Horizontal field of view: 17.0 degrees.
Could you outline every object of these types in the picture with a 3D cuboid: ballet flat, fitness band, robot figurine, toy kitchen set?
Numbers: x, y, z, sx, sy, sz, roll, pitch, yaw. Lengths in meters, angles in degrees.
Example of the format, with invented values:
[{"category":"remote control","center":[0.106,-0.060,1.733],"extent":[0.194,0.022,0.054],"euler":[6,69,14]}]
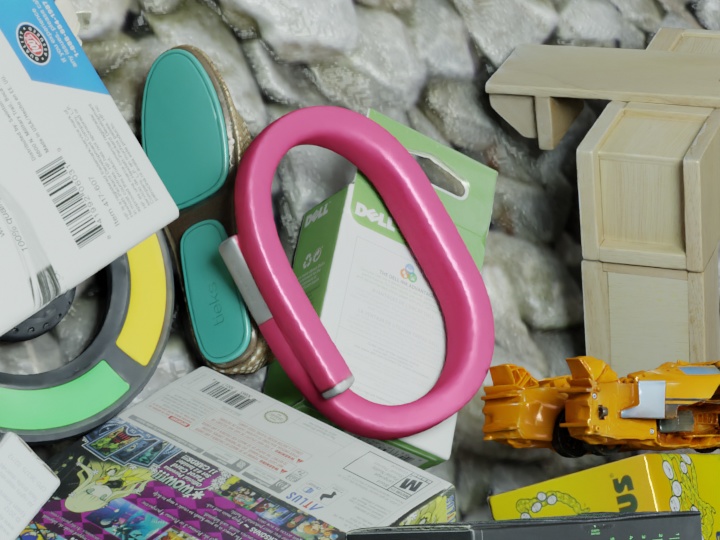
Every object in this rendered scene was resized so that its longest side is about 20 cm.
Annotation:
[{"category":"ballet flat","center":[-0.083,-0.034,1.432],"extent":[0.065,0.070,0.201],"euler":[10,68,-59]},{"category":"fitness band","center":[0.000,0.000,1.403],"extent":[0.143,0.037,0.201],"euler":[-30,91,-37]},{"category":"robot figurine","center":[0.179,0.080,1.432],"extent":[0.199,0.145,0.059],"euler":[1,84,-37]},{"category":"toy kitchen set","center":[0.172,-0.046,1.589],"extent":[0.200,0.162,0.181],"euler":[-51,141,-54]}]

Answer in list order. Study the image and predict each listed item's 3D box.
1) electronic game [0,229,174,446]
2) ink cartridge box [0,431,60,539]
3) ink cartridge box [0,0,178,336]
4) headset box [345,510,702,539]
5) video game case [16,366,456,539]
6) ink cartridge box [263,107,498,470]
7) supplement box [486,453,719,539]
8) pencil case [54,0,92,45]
[{"category":"electronic game","center":[-0.195,0.000,1.346],"extent":[0.199,0.042,0.201],"euler":[12,66,-27]},{"category":"ink cartridge box","center":[-0.247,0.182,1.153],"extent":[0.043,0.198,0.200],"euler":[45,56,-7]},{"category":"ink cartridge box","center":[-0.205,-0.036,1.170],"extent":[0.200,0.084,0.146],"euler":[-36,99,-46]},{"category":"headset box","center":[0.096,0.214,1.253],"extent":[0.199,0.092,0.175],"euler":[1,84,-45]},{"category":"video game case","center":[-0.080,0.134,1.292],"extent":[0.181,0.199,0.036],"euler":[-32,129,-37]},{"category":"ink cartridge box","center":[0.013,0.015,1.467],"extent":[0.103,0.059,0.201],"euler":[24,61,-24]},{"category":"supplement box","center":[0.179,0.174,1.441],"extent":[0.200,0.109,0.109],"euler":[6,68,-57]},{"category":"pencil case","center":[-0.205,-0.075,1.305],"extent":[0.089,0.078,0.201],"euler":[7,60,1]}]
